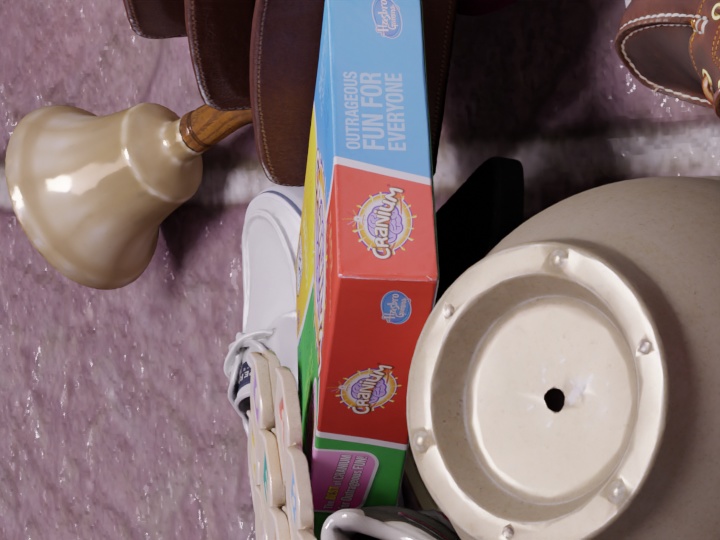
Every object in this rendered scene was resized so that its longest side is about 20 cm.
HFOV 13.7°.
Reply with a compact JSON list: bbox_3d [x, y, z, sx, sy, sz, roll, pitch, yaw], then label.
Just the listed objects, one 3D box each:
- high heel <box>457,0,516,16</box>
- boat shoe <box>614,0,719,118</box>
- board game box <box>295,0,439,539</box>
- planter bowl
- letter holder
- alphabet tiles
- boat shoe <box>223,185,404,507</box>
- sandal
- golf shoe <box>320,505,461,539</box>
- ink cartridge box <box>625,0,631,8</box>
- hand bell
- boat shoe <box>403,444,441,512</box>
[{"bbox_3d":[0.045,-0.217,1.344,0.096,0.067,0.201,-30,63,58],"label":"high heel"},{"bbox_3d":[0.167,-0.085,1.164,0.200,0.070,0.070,0,55,54],"label":"boat shoe"},{"bbox_3d":[0.000,0.000,1.277,0.200,0.040,0.153,98,171,-53],"label":"board game box"},{"bbox_3d":[0.102,0.054,1.176,0.200,0.135,0.201,-6,79,36],"label":"planter bowl"},{"bbox_3d":[-0.035,-0.130,1.313,0.200,0.142,0.101,96,168,-59],"label":"letter holder"},{"bbox_3d":[-0.034,0.141,1.327,0.196,0.015,0.200,97,167,-56],"label":"alphabet tiles"},{"bbox_3d":[-0.031,0.052,1.457,0.074,0.065,0.200,-37,63,48],"label":"boat shoe"},{"bbox_3d":[0.045,0.008,1.358,0.200,0.045,0.075,137,138,-63],"label":"sandal"},{"bbox_3d":[0.055,0.170,1.219,0.200,0.088,0.077,41,94,32],"label":"golf shoe"},{"bbox_3d":[0.115,-0.195,1.244,0.115,0.068,0.201,-15,80,52],"label":"ink cartridge box"},{"bbox_3d":[-0.076,-0.074,1.518,0.200,0.104,0.104,-27,70,37],"label":"hand bell"},{"bbox_3d":[0.085,0.121,1.309,0.066,0.074,0.200,-44,59,15],"label":"boat shoe"}]
